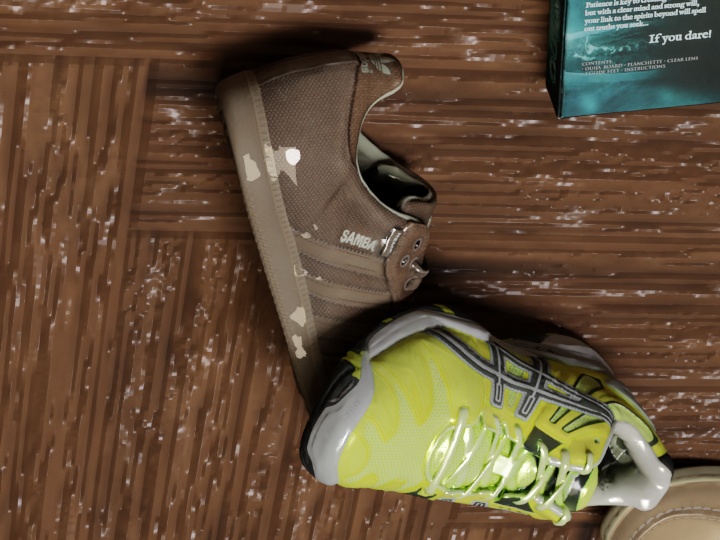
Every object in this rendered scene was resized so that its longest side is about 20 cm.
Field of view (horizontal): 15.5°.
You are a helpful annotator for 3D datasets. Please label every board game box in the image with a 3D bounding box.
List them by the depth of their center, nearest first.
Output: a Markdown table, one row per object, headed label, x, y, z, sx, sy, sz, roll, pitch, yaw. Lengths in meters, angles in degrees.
| label | x | y | z | sx | sy | sz | roll | pitch | yaw |
| --- | --- | --- | --- | --- | --- | --- | --- | --- | --- |
| board game box | 0.173 | -0.128 | 1.019 | 0.198 | 0.028 | 0.136 | -5 | 130 | -7 |

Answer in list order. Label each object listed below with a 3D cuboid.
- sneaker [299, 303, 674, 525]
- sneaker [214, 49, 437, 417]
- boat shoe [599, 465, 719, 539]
| label | x | y | z | sx | sy | sz | roll | pitch | yaw |
| --- | --- | --- | --- | --- | --- | --- | --- | --- | --- |
| sneaker | 0.058 | 0.064 | 1.075 | 0.199 | 0.076 | 0.076 | -1 | 121 | -48 |
| sneaker | 0.000 | 0.000 | 1.060 | 0.075 | 0.071 | 0.201 | -16 | 131 | -1 |
| boat shoe | 0.201 | 0.148 | 1.232 | 0.199 | 0.065 | 0.071 | 21 | 122 | -27 |
